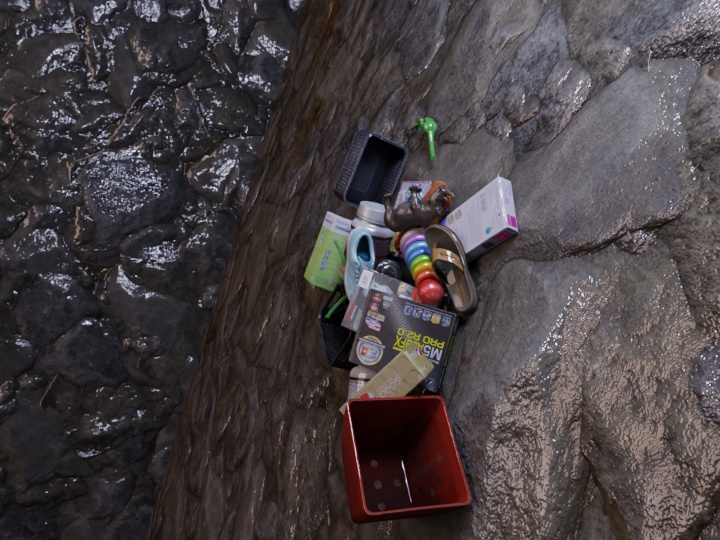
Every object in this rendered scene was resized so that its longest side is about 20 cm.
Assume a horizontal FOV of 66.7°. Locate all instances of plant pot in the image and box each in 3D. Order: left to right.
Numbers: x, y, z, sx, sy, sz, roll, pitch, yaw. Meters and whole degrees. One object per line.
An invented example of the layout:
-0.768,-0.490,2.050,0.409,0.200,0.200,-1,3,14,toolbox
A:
0.058,0.369,1.023,0.177,0.197,0.202,115,151,-47,plant pot

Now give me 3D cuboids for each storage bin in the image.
-0.031,0.150,1.444,0.136,0.093,0.201,-56,31,29,storage bin
0.026,-0.271,1.519,0.202,0.134,0.094,-68,27,9,storage bin

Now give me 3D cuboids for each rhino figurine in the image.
0.127,-0.141,1.218,0.198,0.059,0.089,-12,85,41,rhino figurine

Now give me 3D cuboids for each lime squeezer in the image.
-0.043,0.026,1.383,0.070,0.038,0.203,12,104,23,lime squeezer
0.172,-0.362,1.422,0.201,0.037,0.071,-110,13,-52,lime squeezer

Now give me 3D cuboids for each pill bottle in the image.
0.020,-0.069,1.421,0.114,0.113,0.203,-131,53,-60,pill bottle
0.027,0.274,1.209,0.111,0.110,0.203,-12,69,60,pill bottle

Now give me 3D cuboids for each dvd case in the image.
0.067,0.092,1.216,0.198,0.022,0.148,20,88,22,dvd case

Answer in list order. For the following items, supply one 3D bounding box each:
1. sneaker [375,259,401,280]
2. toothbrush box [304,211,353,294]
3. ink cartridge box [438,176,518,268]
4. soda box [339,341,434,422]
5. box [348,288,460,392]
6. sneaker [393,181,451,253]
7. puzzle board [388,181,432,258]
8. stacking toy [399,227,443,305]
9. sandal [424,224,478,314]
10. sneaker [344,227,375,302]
0.051,0.079,1.293,0.091,0.075,0.203,149,134,-79,sneaker
-0.054,-0.043,1.549,0.086,0.144,0.203,36,107,63,toothbrush box
0.234,-0.089,1.126,0.199,0.041,0.121,-36,45,48,ink cartridge box
0.051,0.233,1.080,0.068,0.064,0.200,48,116,10,soda box
0.090,0.141,1.131,0.197,0.044,0.163,16,87,23,box
0.150,-0.119,1.300,0.201,0.072,0.077,-51,16,25,sneaker
0.113,-0.135,1.421,0.150,0.017,0.203,19,91,64,puzzle board
0.137,-0.004,1.191,0.086,0.084,0.201,-54,25,32,stacking toy
0.175,-0.005,1.110,0.082,0.054,0.203,-38,63,49,sandal
0.000,0.000,1.319,0.082,0.073,0.204,-163,67,-76,sneaker
